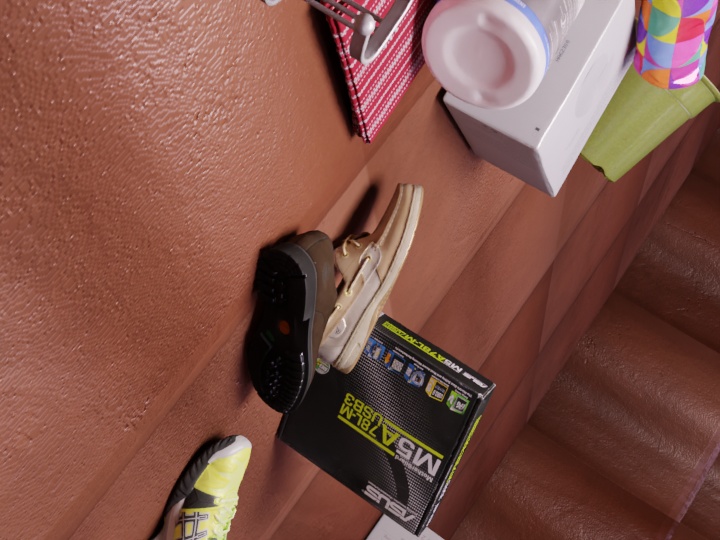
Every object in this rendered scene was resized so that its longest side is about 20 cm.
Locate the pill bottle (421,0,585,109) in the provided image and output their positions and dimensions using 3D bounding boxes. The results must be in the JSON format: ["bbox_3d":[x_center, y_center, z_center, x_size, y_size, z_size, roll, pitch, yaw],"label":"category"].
[{"bbox_3d":[0.142,-0.250,0.885,0.115,0.112,0.201,92,24,-54],"label":"pill bottle"}]

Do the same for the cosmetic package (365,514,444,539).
[{"bbox_3d":[0.070,0.578,1.830,0.201,0.166,0.167,-51,160,-21],"label":"cosmetic package"}]

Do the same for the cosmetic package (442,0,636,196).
[{"bbox_3d":[0.204,-0.216,1.087,0.202,0.122,0.200,-59,160,-1],"label":"cosmetic package"}]

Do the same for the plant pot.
[{"bbox_3d":[0.385,-0.240,1.443,0.191,0.200,0.199,-49,162,14],"label":"plant pot"}]

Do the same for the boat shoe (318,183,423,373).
[{"bbox_3d":[0.000,0.000,0.981,0.074,0.068,0.203,-105,-141,-84],"label":"boat shoe"}]

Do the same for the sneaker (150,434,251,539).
[{"bbox_3d":[-0.153,0.257,0.971,0.202,0.076,0.075,-62,158,4],"label":"sneaker"}]

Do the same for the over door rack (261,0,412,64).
[{"bbox_3d":[0.001,-0.231,0.548,0.201,0.147,0.067,-53,165,-15],"label":"over door rack"}]

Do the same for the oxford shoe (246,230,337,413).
[{"bbox_3d":[-0.055,0.052,0.924,0.084,0.072,0.202,-39,152,-47],"label":"oxford shoe"}]

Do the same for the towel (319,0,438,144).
[{"bbox_3d":[0.025,-0.209,0.818,0.146,0.022,0.201,-56,162,-14],"label":"towel"}]

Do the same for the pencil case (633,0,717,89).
[{"bbox_3d":[0.338,-0.286,1.031,0.089,0.088,0.201,-48,154,-26],"label":"pencil case"}]

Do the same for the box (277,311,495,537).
[{"bbox_3d":[0.022,0.153,1.065,0.047,0.198,0.196,-26,143,-59],"label":"box"}]
